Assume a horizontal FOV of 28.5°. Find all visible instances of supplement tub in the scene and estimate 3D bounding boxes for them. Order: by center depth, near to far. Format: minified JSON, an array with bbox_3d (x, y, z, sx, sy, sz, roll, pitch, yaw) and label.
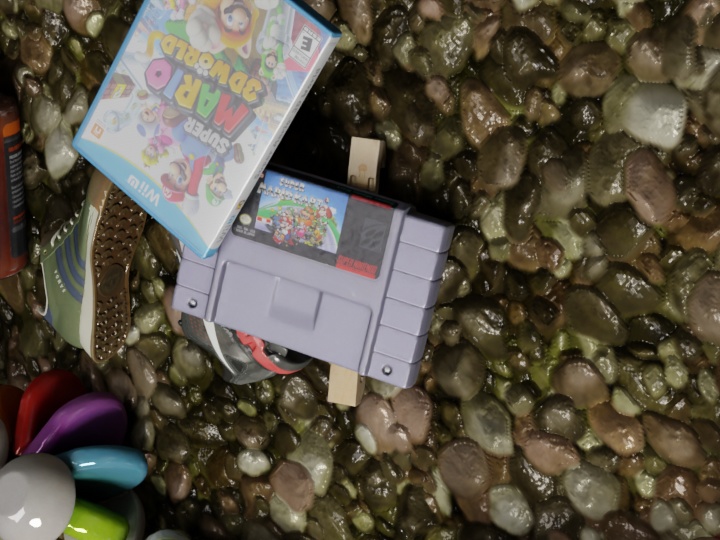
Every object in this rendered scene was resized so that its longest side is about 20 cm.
[{"bbox_3d":[-0.360,-0.095,1.287,0.107,0.107,0.201,15,112,36],"label":"supplement tub"}]

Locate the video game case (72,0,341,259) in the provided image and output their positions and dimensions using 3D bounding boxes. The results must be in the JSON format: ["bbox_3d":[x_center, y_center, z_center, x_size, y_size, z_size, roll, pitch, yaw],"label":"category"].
[{"bbox_3d":[-0.116,-0.129,1.022,0.143,0.018,0.200,40,116,14],"label":"video game case"}]

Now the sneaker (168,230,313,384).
[{"bbox_3d":[-0.117,0.005,1.137,0.098,0.071,0.201,-35,82,38],"label":"sneaker"}]

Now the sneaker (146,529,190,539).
[{"bbox_3d":[-0.098,0.264,1.215,0.200,0.076,0.105,36,105,27],"label":"sneaker"}]

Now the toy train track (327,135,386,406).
[{"bbox_3d":[0.000,0.000,1.061,0.114,0.033,0.201,9,102,20],"label":"toy train track"}]

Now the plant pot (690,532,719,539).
[{"bbox_3d":[0.262,0.246,0.827,0.200,0.200,0.178,-9,88,41],"label":"plant pot"}]

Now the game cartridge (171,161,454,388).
[{"bbox_3d":[-0.039,-0.005,1.041,0.199,0.038,0.130,17,107,19],"label":"game cartridge"}]

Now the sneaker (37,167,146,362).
[{"bbox_3d":[-0.244,-0.021,1.236,0.090,0.067,0.201,27,123,25],"label":"sneaker"}]

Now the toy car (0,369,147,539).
[{"bbox_3d":[-0.274,0.170,1.284,0.200,0.175,0.150,27,83,31],"label":"toy car"}]
